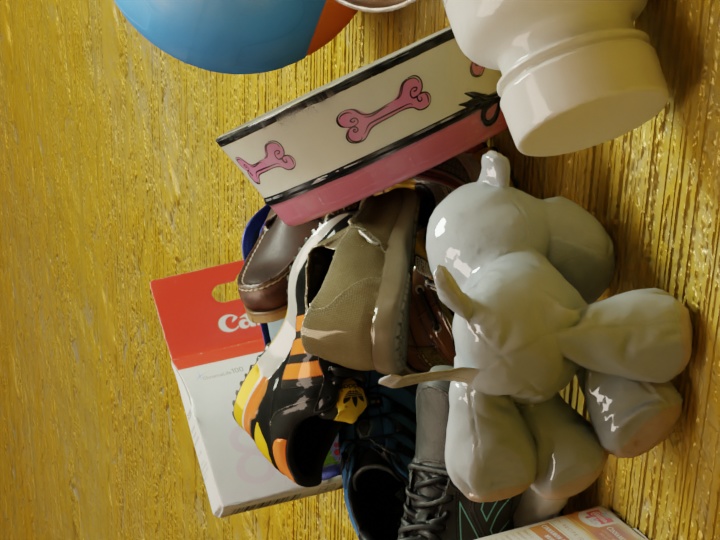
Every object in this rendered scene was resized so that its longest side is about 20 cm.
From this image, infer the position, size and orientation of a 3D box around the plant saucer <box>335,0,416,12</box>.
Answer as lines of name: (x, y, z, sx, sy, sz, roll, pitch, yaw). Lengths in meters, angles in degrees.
plant saucer: (0.017, -0.267, 1.730, 0.200, 0.037, 0.201, 12, 106, 47)

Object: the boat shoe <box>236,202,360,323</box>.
boat shoe: (-0.030, -0.044, 1.886, 0.070, 0.200, 0.070, -1, 125, 34)

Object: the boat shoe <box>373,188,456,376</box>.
boat shoe: (0.050, -0.027, 1.862, 0.068, 0.072, 0.200, -18, 75, 44)

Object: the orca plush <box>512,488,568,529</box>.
orca plush: (0.110, 0.155, 1.795, 0.105, 0.071, 0.200, 35, 130, 29)

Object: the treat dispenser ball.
treat dispenser ball: (-0.086, -0.238, 1.893, 0.201, 0.201, 0.201, 167, 90, -73)

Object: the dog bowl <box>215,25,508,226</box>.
dog bowl: (0.013, -0.094, 1.714, 0.074, 0.200, 0.200, 64, 164, -5)

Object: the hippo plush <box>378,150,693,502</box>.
hippo plush: (0.085, 0.032, 1.593, 0.161, 0.200, 0.159, -111, 39, -50)

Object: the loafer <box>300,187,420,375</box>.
loafer: (0.000, 0.000, 1.664, 0.200, 0.067, 0.076, -83, -3, -69)

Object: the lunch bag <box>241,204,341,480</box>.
lunch bag: (-0.013, 0.031, 2.004, 0.200, 0.127, 0.170, -99, -4, -64)

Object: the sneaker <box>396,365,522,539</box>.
sneaker: (0.061, 0.162, 1.736, 0.075, 0.079, 0.200, 4, 109, 47)

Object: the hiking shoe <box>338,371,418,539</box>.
hiking shoe: (0.017, 0.115, 1.861, 0.087, 0.074, 0.200, -17, -89, -82)

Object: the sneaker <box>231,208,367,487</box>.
sneaker: (-0.014, 0.054, 1.801, 0.090, 0.070, 0.200, 52, 128, 38)

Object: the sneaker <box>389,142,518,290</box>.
sneaker: (0.078, 0.003, 1.744, 0.078, 0.082, 0.200, 93, 156, -43)

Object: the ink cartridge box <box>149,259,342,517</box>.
ink cartridge box: (-0.063, 0.080, 2.121, 0.057, 0.162, 0.200, 137, 119, -71)

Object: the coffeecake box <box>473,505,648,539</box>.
coffeecake box: (0.086, 0.252, 1.699, 0.073, 0.200, 0.154, -144, 44, -64)

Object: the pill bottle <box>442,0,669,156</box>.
pill bottle: (0.098, -0.172, 1.496, 0.114, 0.114, 0.200, 123, 132, -67)
